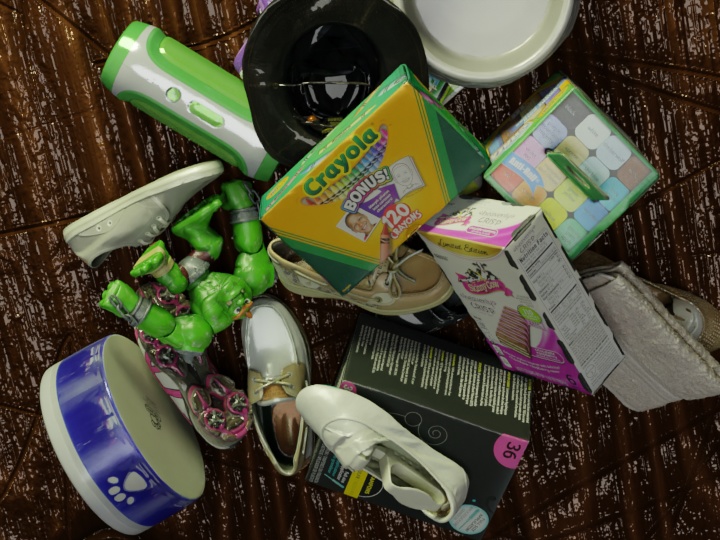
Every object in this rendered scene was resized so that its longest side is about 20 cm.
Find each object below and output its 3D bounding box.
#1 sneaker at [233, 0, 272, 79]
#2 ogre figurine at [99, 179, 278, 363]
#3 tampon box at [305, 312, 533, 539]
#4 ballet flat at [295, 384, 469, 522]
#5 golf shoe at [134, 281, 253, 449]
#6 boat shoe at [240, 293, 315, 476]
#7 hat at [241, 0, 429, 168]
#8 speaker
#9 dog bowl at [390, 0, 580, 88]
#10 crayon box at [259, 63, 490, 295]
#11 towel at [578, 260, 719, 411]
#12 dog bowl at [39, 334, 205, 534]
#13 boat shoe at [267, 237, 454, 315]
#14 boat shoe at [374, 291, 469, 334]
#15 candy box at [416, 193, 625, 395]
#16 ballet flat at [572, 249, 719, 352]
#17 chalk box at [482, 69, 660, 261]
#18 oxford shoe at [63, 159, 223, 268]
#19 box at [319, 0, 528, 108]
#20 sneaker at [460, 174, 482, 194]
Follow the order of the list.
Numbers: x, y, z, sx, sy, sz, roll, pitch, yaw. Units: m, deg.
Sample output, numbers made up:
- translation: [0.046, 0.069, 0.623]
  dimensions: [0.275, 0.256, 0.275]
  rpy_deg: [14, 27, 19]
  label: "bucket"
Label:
- translation: [-0.076, -0.285, 1.350]
  dimensions: [0.083, 0.081, 0.201]
  rpy_deg: [30, 96, 9]
  label: "sneaker"
- translation: [-0.163, 0.006, 1.396]
  dimensions: [0.098, 0.200, 0.120]
  rpy_deg: [-19, 115, 43]
  label: "ogre figurine"
- translation: [0.064, 0.164, 1.404]
  dimensions: [0.199, 0.126, 0.150]
  rpy_deg: [18, 124, -1]
  label: "tampon box"
- translation: [0.021, 0.182, 1.308]
  dimensions: [0.199, 0.069, 0.070]
  rpy_deg: [33, 105, -10]
  label: "ballet flat"
- translation: [-0.193, 0.108, 1.452]
  dimensions: [0.072, 0.092, 0.201]
  rpy_deg: [-27, 80, -25]
  label: "golf shoe"
- translation: [-0.087, 0.126, 1.453]
  dimensions: [0.074, 0.068, 0.201]
  rpy_deg: [-12, 104, 7]
  label: "boat shoe"
- translation: [-0.022, -0.195, 1.319]
  dimensions: [0.199, 0.081, 0.202]
  rpy_deg: [1, 116, 2]
  label: "hat"
- translation: [-0.162, -0.173, 1.369]
  dimensions: [0.199, 0.088, 0.089]
  rpy_deg: [31, 105, -4]
  label: "speaker"
- translation: [0.119, -0.274, 1.300]
  dimensions: [0.199, 0.059, 0.201]
  rpy_deg: [1, 104, 4]
  label: "dog bowl"
- translation: [0.012, -0.086, 1.293]
  dimensions: [0.200, 0.058, 0.119]
  rpy_deg: [-42, 110, 16]
  label: "crayon box"
- translation: [0.277, 0.073, 1.377]
  dimensions: [0.200, 0.035, 0.132]
  rpy_deg: [43, 146, -19]
  label: "towel"
- translation: [-0.248, 0.171, 1.409]
  dimensions: [0.079, 0.200, 0.201]
  rpy_deg: [-30, 101, 8]
  label: "dog bowl"
- translation: [0.000, 0.000, 1.387]
  dimensions: [0.199, 0.063, 0.074]
  rpy_deg: [3, 68, 17]
  label: "boat shoe"
- translation: [0.094, 0.020, 1.412]
  dimensions: [0.199, 0.066, 0.075]
  rpy_deg: [-32, 101, 12]
  label: "boat shoe"
- translation: [0.157, 0.023, 1.309]
  dimensions: [0.061, 0.136, 0.200]
  rpy_deg: [-45, 120, -20]
  label: "candy box"
- translation: [0.299, 0.042, 1.405]
  dimensions: [0.199, 0.065, 0.071]
  rpy_deg: [22, 104, -2]
  label: "ballet flat"
- translation: [0.201, -0.101, 1.303]
  dimensions: [0.124, 0.200, 0.124]
  rpy_deg: [44, 104, -8]
  label: "chalk box"
- translation: [-0.223, -0.060, 1.409]
  dimensions: [0.199, 0.075, 0.058]
  rpy_deg: [-27, 91, 18]
  label: "oxford shoe"
- translation: [0.061, -0.221, 1.366]
  dimensions: [0.200, 0.035, 0.110]
  rpy_deg: [-41, 98, 13]
  label: "box"
- translation: [0.029, -0.074, 1.376]
  dimensions: [0.199, 0.075, 0.077]
  rpy_deg: [-7, 64, 15]
  label: "sneaker"
